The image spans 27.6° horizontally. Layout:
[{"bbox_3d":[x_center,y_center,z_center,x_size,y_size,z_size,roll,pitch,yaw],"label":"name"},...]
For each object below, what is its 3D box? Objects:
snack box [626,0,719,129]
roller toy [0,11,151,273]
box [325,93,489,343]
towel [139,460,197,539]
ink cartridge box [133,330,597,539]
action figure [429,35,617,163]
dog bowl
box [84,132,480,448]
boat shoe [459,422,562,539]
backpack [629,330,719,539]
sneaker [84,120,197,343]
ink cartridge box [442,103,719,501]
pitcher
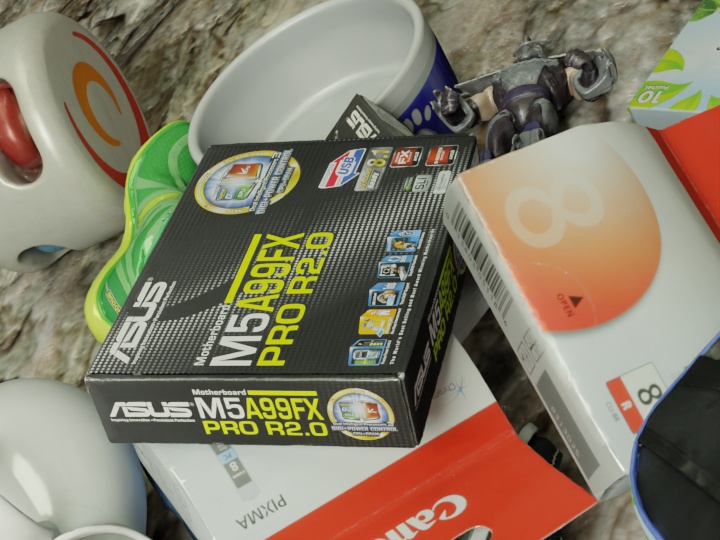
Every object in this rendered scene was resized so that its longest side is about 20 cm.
[{"bbox_3d":[0.276,-0.119,0.858,0.199,0.053,0.143,10,55,47],"label":"snack box"},{"bbox_3d":[-0.263,-0.100,1.171,0.138,0.201,0.184,-24,41,16],"label":"roller toy"},{"bbox_3d":[0.000,0.000,0.901,0.159,0.048,0.200,-53,32,13],"label":"box"},{"bbox_3d":[-0.079,0.106,0.850,0.200,0.048,0.113,35,111,54],"label":"towel"},{"bbox_3d":[-0.009,0.084,0.703,0.159,0.048,0.200,-27,35,-19],"label":"ink cartridge box"},{"bbox_3d":[0.108,-0.101,0.967,0.129,0.070,0.201,-22,33,27],"label":"action figure"},{"bbox_3d":[-0.025,-0.114,1.084,0.198,0.079,0.201,-23,36,17],"label":"dog bowl"},{"bbox_3d":[-0.030,0.005,0.743,0.158,0.045,0.201,0,38,17],"label":"box"},{"bbox_3d":[0.068,0.154,0.695,0.060,0.076,0.201,24,45,9],"label":"boat shoe"},{"bbox_3d":[0.211,0.102,0.556,0.183,0.148,0.200,-41,38,-9],"label":"backpack"},{"bbox_3d":[-0.138,-0.026,1.082,0.083,0.074,0.202,-14,48,31],"label":"sneaker"},{"bbox_3d":[0.161,-0.004,0.697,0.198,0.050,0.164,-23,69,-14],"label":"ink cartridge box"},{"bbox_3d":[-0.190,0.128,0.843,0.121,0.172,0.200,-42,35,-6],"label":"pitcher"}]
